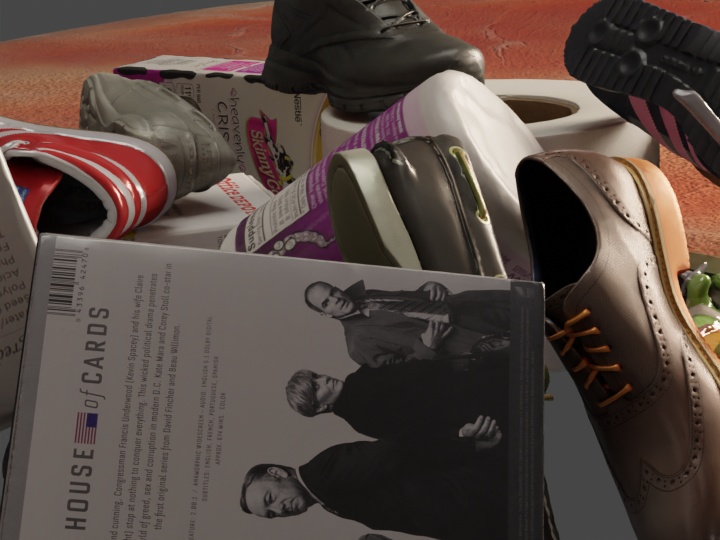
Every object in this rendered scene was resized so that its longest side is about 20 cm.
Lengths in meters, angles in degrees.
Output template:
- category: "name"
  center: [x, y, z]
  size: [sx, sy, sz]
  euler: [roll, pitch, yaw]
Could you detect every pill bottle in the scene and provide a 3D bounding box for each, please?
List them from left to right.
- category: "pill bottle"
  center: [0.000, 0.000, 0.923]
  size: [0.200, 0.112, 0.112]
  euler: [-37, 3, 21]

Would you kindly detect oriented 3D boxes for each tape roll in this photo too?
- category: "tape roll"
  center: [0.079, -0.031, 1.111]
  size: [0.202, 0.139, 0.203]
  euler: [-2, 14, 1]

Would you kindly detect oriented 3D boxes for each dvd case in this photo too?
- category: "dvd case"
  center: [-0.030, 0.065, 0.699]
  size: [0.200, 0.151, 0.025]
  euler: [5, -25, -5]

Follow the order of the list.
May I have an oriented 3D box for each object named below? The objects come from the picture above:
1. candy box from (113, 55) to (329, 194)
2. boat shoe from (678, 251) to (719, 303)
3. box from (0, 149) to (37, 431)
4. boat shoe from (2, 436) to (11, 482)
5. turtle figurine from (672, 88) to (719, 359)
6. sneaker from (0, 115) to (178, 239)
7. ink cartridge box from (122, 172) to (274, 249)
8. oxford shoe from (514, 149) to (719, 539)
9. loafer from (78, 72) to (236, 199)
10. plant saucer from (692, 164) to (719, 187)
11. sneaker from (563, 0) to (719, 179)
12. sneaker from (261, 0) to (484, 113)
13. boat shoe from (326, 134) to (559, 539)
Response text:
- category: "candy box"
  center: [-0.079, -0.079, 1.329]
  size: [0.200, 0.137, 0.061]
  euler: [6, 19, 33]
- category: "boat shoe"
  center: [0.240, 0.035, 0.997]
  size: [0.201, 0.063, 0.074]
  euler: [9, -7, -8]
- category: "box"
  center: [-0.249, 0.022, 0.846]
  size: [0.200, 0.131, 0.199]
  euler: [-24, 11, -15]
- category: "boat shoe"
  center: [-0.139, 0.060, 0.939]
  size: [0.065, 0.075, 0.202]
  euler: [0, 21, -6]
- category: "turtle figurine"
  center: [0.206, 0.010, 0.879]
  size: [0.194, 0.144, 0.200]
  euler: [11, 50, -13]
- category: "sneaker"
  center: [-0.211, -0.045, 1.028]
  size: [0.200, 0.071, 0.112]
  euler: [2, 15, 9]
- category: "ink cartridge box"
  center: [-0.148, 0.001, 1.134]
  size: [0.200, 0.084, 0.145]
  euler: [-7, 16, -14]
- category: "oxford shoe"
  center: [0.106, 0.039, 0.785]
  size: [0.073, 0.200, 0.071]
  euler: [10, -36, -37]
- category: "loafer"
  center: [-0.132, -0.083, 1.166]
  size: [0.070, 0.070, 0.200]
  euler: [-2, 19, -21]
- category: "plant saucer"
  center: [0.273, -0.073, 1.091]
  size: [0.200, 0.038, 0.200]
  euler: [7, 25, -3]
- category: "sneaker"
  center: [0.194, -0.081, 0.966]
  size: [0.082, 0.070, 0.200]
  euler: [30, 9, -43]
- category: "sneaker"
  center: [0.001, -0.143, 1.105]
  size: [0.076, 0.091, 0.200]
  euler: [-11, 18, -35]
- category: "boat shoe"
  center: [0.047, 0.036, 0.775]
  size: [0.060, 0.201, 0.072]
  euler: [-16, -14, -19]
